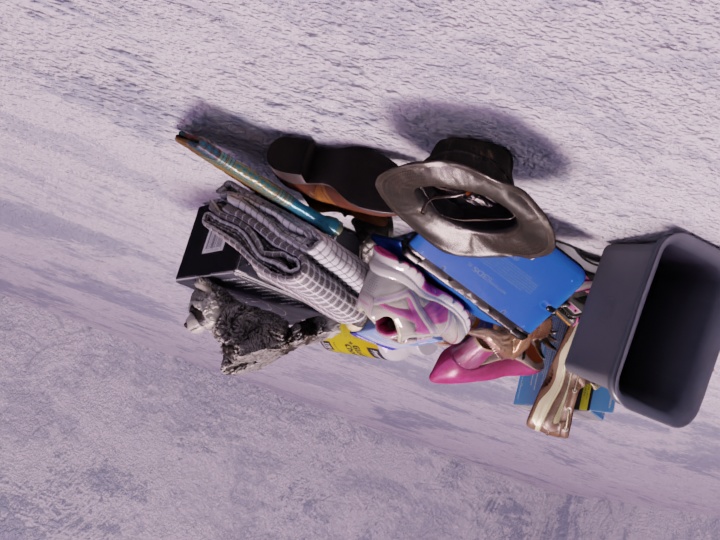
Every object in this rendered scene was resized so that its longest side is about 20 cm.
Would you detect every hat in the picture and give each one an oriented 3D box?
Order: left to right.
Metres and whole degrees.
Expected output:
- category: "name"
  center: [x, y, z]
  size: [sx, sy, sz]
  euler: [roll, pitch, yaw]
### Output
- category: "hat"
  center: [0.115, -0.086, 1.264]
  size: [0.199, 0.082, 0.201]
  euler: [15, 158, 6]

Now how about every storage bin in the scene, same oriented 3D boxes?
- category: "storage bin"
  center: [0.329, 0.062, 1.405]
  size: [0.145, 0.202, 0.134]
  euler: [22, 176, -26]

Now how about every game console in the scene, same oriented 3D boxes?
- category: "game console"
  center: [0.138, -0.018, 1.472]
  size: [0.199, 0.171, 0.119]
  euler: [35, -156, -23]

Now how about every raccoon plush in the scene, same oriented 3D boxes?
- category: "raccoon plush"
  center: [-0.141, 0.059, 1.688]
  size: [0.198, 0.135, 0.097]
  euler: [-14, 160, -23]

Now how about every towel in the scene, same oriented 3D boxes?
- category: "towel"
  center: [-0.121, -0.104, 1.453]
  size: [0.199, 0.022, 0.147]
  euler: [33, 177, -21]
- category: "towel"
  center: [-0.088, -0.019, 1.514]
  size: [0.199, 0.086, 0.165]
  euler: [30, 177, 38]

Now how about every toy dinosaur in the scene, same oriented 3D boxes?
- category: "toy dinosaur"
  center: [0.215, 0.078, 1.667]
  size: [0.086, 0.199, 0.136]
  euler: [36, 135, 25]

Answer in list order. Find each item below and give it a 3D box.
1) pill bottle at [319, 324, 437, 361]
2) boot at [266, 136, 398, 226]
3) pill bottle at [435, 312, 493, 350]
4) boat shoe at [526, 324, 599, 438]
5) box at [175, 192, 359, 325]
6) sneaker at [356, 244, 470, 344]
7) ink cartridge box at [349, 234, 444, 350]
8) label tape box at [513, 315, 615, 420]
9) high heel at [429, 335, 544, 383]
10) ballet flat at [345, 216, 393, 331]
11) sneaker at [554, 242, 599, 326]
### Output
- category: "pill bottle"
  center: [0.029, 0.085, 1.985]
  size: [0.199, 0.113, 0.112]
  euler: [6, 164, 36]
- category: "boot"
  center: [-0.003, -0.080, 1.447]
  size: [0.186, 0.069, 0.200]
  euler: [11, 167, 18]
- category: "pill bottle"
  center: [0.163, 0.077, 1.799]
  size: [0.111, 0.113, 0.200]
  euler: [7, 165, 33]
- category: "boat shoe"
  center: [0.302, 0.139, 1.714]
  size: [0.074, 0.204, 0.075]
  euler: [24, -163, 10]
- category: "box"
  center: [-0.123, -0.011, 1.744]
  size: [0.196, 0.125, 0.199]
  euler: [25, 163, -29]
- category: "sneaker"
  center: [0.058, 0.049, 1.503]
  size: [0.200, 0.089, 0.081]
  euler: [36, 177, -43]
- category: "ink cartridge box"
  center: [0.058, 0.032, 1.678]
  size: [0.076, 0.138, 0.200]
  euler: [21, 165, -17]
- category: "label tape box"
  center: [0.325, 0.142, 1.801]
  size: [0.066, 0.145, 0.199]
  euler: [25, 164, -35]
- category: "high heel"
  center: [0.181, 0.134, 1.734]
  size: [0.096, 0.068, 0.199]
  euler: [-40, 155, 26]
- category: "ballet flat"
  center: [0.000, 0.000, 1.623]
  size: [0.056, 0.067, 0.201]
  euler: [2, 130, -12]
- category: "sneaker"
  center: [0.254, 0.022, 1.519]
  size: [0.198, 0.087, 0.080]
  euler: [15, 165, 4]
